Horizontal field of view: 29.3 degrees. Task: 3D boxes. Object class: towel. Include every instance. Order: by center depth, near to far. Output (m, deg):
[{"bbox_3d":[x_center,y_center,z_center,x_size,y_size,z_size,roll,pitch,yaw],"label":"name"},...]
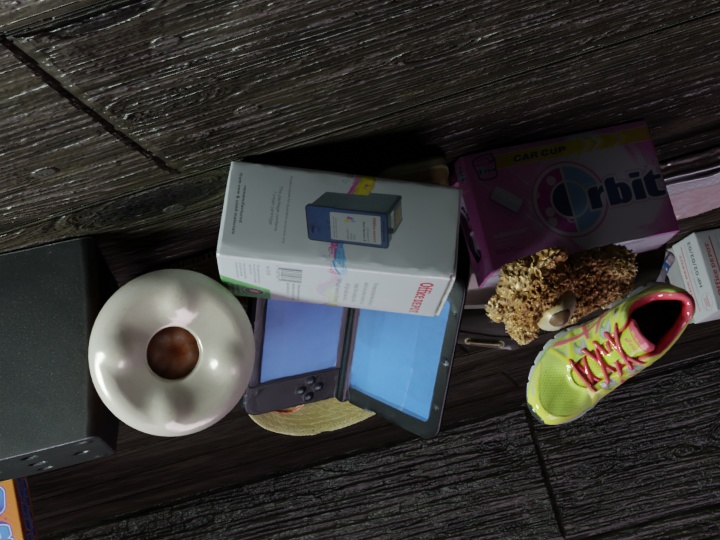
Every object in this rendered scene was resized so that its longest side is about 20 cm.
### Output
[{"bbox_3d":[0.367,-0.091,1.563,0.199,0.032,0.191,-15,167,8],"label":"towel"}]

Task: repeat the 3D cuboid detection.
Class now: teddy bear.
[{"bbox_3d":[0.192,0.025,1.280,0.144,0.067,0.200,-19,167,9],"label":"teddy bear"}]

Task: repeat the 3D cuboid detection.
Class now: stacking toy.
[{"bbox_3d":[-0.184,0.067,1.281,0.145,0.147,0.200,-11,-173,-14],"label":"stacking toy"}]

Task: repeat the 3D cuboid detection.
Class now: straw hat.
[{"bbox_3d":[-0.043,0.072,1.448,0.200,0.085,0.202,-10,125,-14],"label":"straw hat"}]

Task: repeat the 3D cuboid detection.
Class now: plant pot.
[{"bbox_3d":[-0.319,0.097,1.301,0.199,0.178,0.200,-14,167,-6],"label":"plant pot"}]

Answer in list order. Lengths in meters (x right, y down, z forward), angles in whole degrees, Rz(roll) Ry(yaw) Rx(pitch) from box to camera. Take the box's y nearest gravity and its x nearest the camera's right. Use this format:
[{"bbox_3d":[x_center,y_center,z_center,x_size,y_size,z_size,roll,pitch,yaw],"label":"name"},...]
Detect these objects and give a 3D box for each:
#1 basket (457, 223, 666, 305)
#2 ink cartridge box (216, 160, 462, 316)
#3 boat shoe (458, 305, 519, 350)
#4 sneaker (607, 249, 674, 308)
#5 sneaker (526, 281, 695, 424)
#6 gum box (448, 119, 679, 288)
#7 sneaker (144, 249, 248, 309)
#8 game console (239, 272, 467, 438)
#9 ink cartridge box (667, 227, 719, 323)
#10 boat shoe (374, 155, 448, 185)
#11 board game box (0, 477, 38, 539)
[{"bbox_3d":[0.182,-0.029,1.416,0.199,0.137,0.180,-5,180,-19],"label":"basket"},{"bbox_3d":[-0.019,-0.023,1.198,0.199,0.088,0.145,8,165,-1],"label":"ink cartridge box"},{"bbox_3d":[0.080,0.057,1.502,0.201,0.061,0.072,-2,-175,28],"label":"boat shoe"},{"bbox_3d":[0.282,-0.003,1.616,0.199,0.087,0.075,17,171,-24],"label":"sneaker"},{"bbox_3d":[0.243,0.075,1.334,0.200,0.078,0.090,-40,-178,-9],"label":"sneaker"},{"bbox_3d":[0.187,-0.062,1.311,0.199,0.114,0.066,-12,167,-11],"label":"gum box"},{"bbox_3d":[-0.123,0.019,1.414,0.199,0.071,0.108,-11,163,18],"label":"sneaker"},{"bbox_3d":[-0.012,0.072,1.326,0.175,0.116,0.201,-10,127,-26],"label":"game console"},{"bbox_3d":[0.510,0.002,1.908,0.199,0.116,0.068,-10,166,-19],"label":"ink cartridge box"},{"bbox_3d":[0.048,-0.054,1.308,0.073,0.064,0.201,-12,167,-11],"label":"boat shoe"},{"bbox_3d":[-0.654,0.442,2.310,0.199,0.201,0.200,-12,167,-8],"label":"board game box"}]
